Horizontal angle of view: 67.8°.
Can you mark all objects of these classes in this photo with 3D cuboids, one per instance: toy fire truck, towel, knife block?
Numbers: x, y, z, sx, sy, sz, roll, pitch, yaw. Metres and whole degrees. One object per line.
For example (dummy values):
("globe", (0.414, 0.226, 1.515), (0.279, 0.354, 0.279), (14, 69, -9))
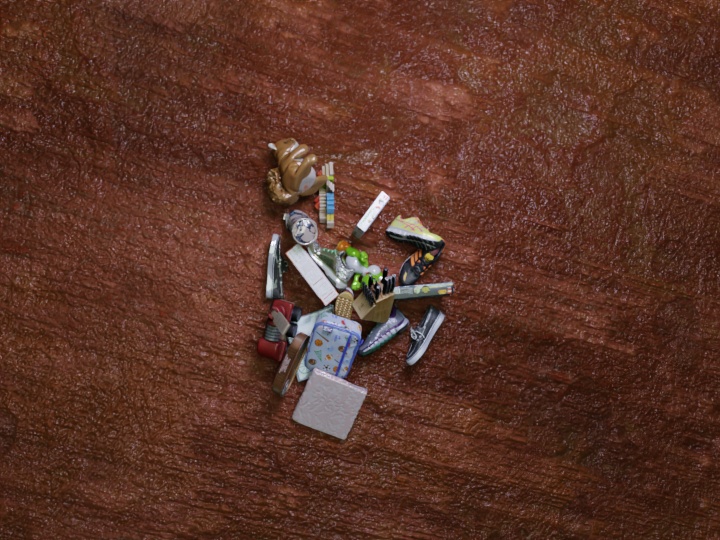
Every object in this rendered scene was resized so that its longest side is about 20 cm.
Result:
("toy fire truck", (-0.246, 0.183, 1.590), (0.126, 0.200, 0.180), (15, 90, 12))
("towel", (-0.096, 0.416, 1.668), (0.187, 0.032, 0.203), (22, 112, -7))
("knife block", (0.068, 0.072, 1.606), (0.175, 0.199, 0.065), (-45, 60, 18))

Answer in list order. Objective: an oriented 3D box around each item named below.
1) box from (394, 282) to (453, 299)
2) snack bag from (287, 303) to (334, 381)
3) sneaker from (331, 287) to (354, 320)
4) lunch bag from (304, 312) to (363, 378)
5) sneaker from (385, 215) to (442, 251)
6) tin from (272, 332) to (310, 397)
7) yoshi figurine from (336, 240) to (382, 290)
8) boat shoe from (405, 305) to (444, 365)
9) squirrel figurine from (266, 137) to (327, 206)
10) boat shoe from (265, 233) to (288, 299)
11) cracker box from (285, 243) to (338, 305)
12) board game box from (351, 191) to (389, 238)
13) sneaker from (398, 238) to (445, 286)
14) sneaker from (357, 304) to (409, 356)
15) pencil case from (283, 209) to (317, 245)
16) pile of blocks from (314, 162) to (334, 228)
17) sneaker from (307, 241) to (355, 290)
("box", (0.181, 0.069, 1.694), (0.195, 0.137, 0.041), (-5, 85, -7))
("snack bag", (-0.140, 0.230, 1.710), (0.185, 0.021, 0.204), (-18, 88, -8))
("sneaker", (-0.061, 0.151, 1.684), (0.073, 0.090, 0.204), (18, 109, -2))
("lunch bag", (-0.079, 0.229, 1.624), (0.157, 0.076, 0.203), (19, 121, -3))
("sneaker", (0.177, -0.129, 1.697), (0.197, 0.078, 0.091), (21, 69, 29))
("tin", (-0.211, 0.285, 1.631), (0.041, 0.112, 0.204), (23, 87, 13))
("yoshi figurine", (-0.003, 0.002, 1.671), (0.198, 0.113, 0.113), (34, 74, 7))
("boat shoe", (0.193, 0.206, 1.724), (0.068, 0.074, 0.201), (35, 85, -9))
("squirrel figurine", (-0.227, -0.306, 1.639), (0.200, 0.141, 0.188), (-45, 65, 12))
("boat shoe", (-0.258, -0.011, 1.679), (0.062, 0.071, 0.205), (4, 96, -6))
("cracker box", (-0.150, 0.011, 1.656), (0.057, 0.134, 0.201), (-37, 94, -6))
("board game box", (0.029, -0.166, 1.649), (0.034, 0.200, 0.127), (36, 84, -2))
("sneaker", (0.198, -0.031, 1.722), (0.070, 0.090, 0.201), (43, 84, -4))
("sneaker", (0.058, 0.194, 1.721), (0.198, 0.075, 0.088), (-32, 74, -13))
("pencil case", (-0.182, -0.132, 1.620), (0.087, 0.200, 0.080), (7, 102, -16))
("pile of blocks", (-0.116, -0.237, 1.691), (0.061, 0.082, 0.206), (-2, 89, -7))
("sneaker", (-0.086, -0.039, 1.647), (0.089, 0.077, 0.201), (-43, 77, 12))
